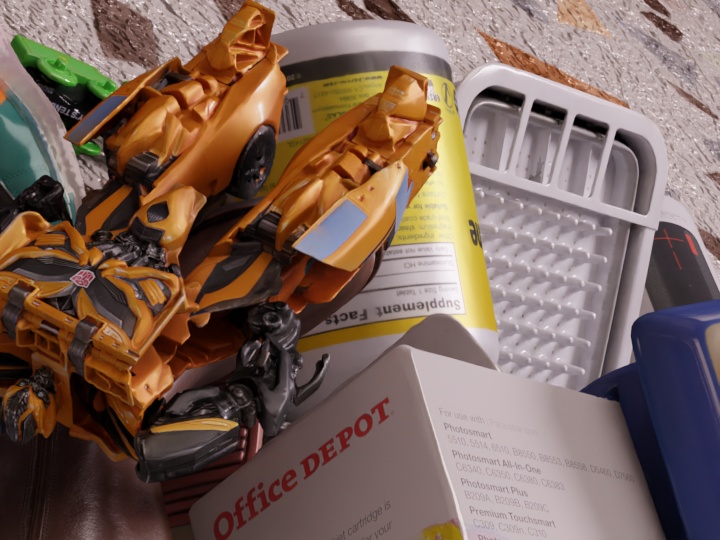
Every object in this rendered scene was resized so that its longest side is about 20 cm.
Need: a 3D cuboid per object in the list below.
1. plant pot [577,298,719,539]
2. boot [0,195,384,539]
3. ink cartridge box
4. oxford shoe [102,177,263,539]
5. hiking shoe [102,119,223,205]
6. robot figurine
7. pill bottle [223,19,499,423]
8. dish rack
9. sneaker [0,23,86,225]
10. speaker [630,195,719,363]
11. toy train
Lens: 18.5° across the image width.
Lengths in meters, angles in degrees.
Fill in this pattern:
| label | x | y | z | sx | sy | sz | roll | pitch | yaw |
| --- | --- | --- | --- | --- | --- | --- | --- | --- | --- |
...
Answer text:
| label | x | y | z | sx | sy | sz | roll | pitch | yaw |
| --- | --- | --- | --- | --- | --- | --- | --- | --- | --- |
| plant pot | 0.195 | 0.106 | 0.866 | 0.198 | 0.180 | 0.202 | -9 | 65 | -11 |
| boot | -0.069 | 0.062 | 0.785 | 0.065 | 0.185 | 0.200 | 61 | 9 | -27 |
| ink cartridge box | 0.035 | 0.130 | 0.795 | 0.125 | 0.128 | 0.201 | 16 | 48 | -42 |
| oxford shoe | -0.070 | 0.047 | 0.928 | 0.075 | 0.070 | 0.201 | 76 | 7 | -52 |
| hiking shoe | -0.036 | -0.043 | 1.080 | 0.199 | 0.101 | 0.076 | 32 | -11 | -32 |
| robot figurine | -0.063 | -0.013 | 0.780 | 0.144 | 0.059 | 0.200 | 24 | 48 | 21 |
| pill bottle | 0.000 | 0.000 | 0.976 | 0.112 | 0.112 | 0.202 | 4 | 74 | -54 |
| dish rack | 0.074 | 0.007 | 1.102 | 0.043 | 0.202 | 0.171 | 9 | -3 | 45 |
| sneaker | -0.188 | -0.070 | 0.974 | 0.079 | 0.071 | 0.201 | -21 | 70 | -28 |
| speaker | 0.184 | 0.037 | 1.314 | 0.081 | 0.081 | 0.201 | 29 | 25 | -22 |
| toy train | -0.100 | -0.067 | 1.128 | 0.199 | 0.042 | 0.056 | 22 | 18 | -35 |
